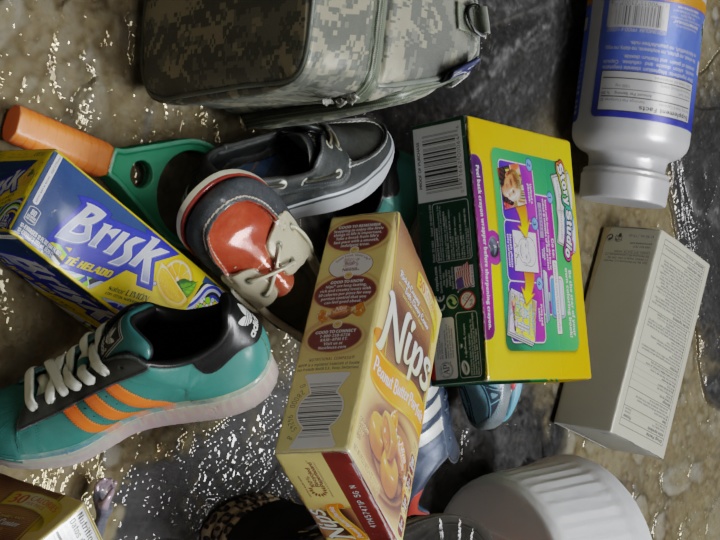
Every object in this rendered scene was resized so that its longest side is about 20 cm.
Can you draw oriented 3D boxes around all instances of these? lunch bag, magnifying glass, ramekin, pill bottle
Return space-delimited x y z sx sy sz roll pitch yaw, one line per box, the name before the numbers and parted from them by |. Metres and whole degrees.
lunch bag | -0.032 -0.172 1.018 0.166 0.199 0.141 4 87 -45
magnifying glass | -0.161 -0.069 1.025 0.199 0.022 0.081 22 79 -43
ramekin | 0.148 0.261 1.251 0.097 0.199 0.204 1 93 -38
pill bottle | 0.256 -0.163 1.371 0.111 0.111 0.203 8 89 -45

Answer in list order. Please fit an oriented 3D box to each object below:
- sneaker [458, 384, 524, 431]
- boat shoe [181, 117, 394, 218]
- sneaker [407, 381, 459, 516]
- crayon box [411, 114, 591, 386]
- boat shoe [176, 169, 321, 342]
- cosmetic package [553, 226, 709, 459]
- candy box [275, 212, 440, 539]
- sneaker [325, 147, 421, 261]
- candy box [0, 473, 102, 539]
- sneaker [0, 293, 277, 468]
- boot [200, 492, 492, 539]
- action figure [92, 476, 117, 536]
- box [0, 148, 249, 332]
sneaker | 0.073 0.044 1.246 0.095 0.079 0.203 -18 98 -34
boat shoe | -0.043 -0.078 1.075 0.199 0.069 0.057 -26 150 -40
sneaker | 0.049 0.109 1.196 0.084 0.075 0.202 13 102 -25
crayon box | 0.115 -0.011 1.178 0.172 0.058 0.203 5 79 -55
boat shoe | -0.064 -0.004 1.021 0.071 0.063 0.200 -40 152 -2
cosmetic package | 0.265 0.069 1.431 0.103 0.073 0.202 29 74 -43
candy box | 0.003 0.074 1.011 0.116 0.055 0.202 65 29 -45
sneaker | 0.000 0.000 1.168 0.079 0.071 0.203 20 82 -28
candy box | -0.260 0.207 0.885 0.200 0.115 0.056 -39 121 -35
sneaker | -0.156 0.062 0.934 0.197 0.072 0.080 -16 132 1
boot | -0.009 0.211 1.114 0.198 0.150 0.074 2 92 -44
action figure | -0.172 0.247 1.017 0.199 0.135 0.149 26 118 -31
box | -0.168 0.001 0.989 0.200 0.070 0.065 42 63 -39
